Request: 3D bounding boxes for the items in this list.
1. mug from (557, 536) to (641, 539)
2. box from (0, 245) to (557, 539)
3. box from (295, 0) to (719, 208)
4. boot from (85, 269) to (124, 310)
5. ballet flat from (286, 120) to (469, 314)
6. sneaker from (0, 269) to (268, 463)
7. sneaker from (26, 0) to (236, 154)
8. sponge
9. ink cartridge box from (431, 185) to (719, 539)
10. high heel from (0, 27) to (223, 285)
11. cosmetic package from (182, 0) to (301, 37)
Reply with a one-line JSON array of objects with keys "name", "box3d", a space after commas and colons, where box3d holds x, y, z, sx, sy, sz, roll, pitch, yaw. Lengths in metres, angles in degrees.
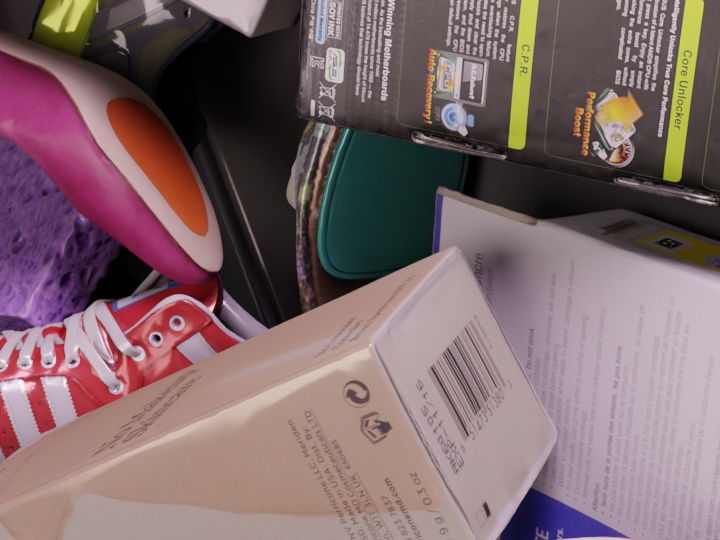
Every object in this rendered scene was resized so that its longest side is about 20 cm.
[{"name": "mug", "box3d": [0.080, 0.191, 0.611, 0.132, 0.178, 0.202, -3, 122, 13]}, {"name": "box", "box3d": [-0.043, 0.075, 0.654, 0.199, 0.095, 0.078, -25, 100, 27]}, {"name": "box", "box3d": [0.077, -0.128, 0.582, 0.191, 0.047, 0.202, 12, 110, 22]}, {"name": "boot", "box3d": [-0.141, 0.112, 0.897, 0.156, 0.072, 0.202, 92, 177, -56]}, {"name": "ballet flat", "box3d": [0.000, 0.000, 0.736, 0.071, 0.068, 0.202, -146, 54, -60]}, {"name": "sneaker", "box3d": [-0.123, 0.036, 0.760, 0.071, 0.198, 0.113, -113, 42, -71]}, {"name": "sneaker", "box3d": [-0.073, -0.138, 0.781, 0.080, 0.074, 0.202, 26, 118, 16]}, {"name": "sponge", "box3d": [-0.172, -0.016, 0.887, 0.199, 0.112, 0.030, -2, 142, 48]}, {"name": "ink cartridge box", "box3d": [0.103, 0.086, 0.654, 0.199, 0.047, 0.200, 25, 120, 43]}, {"name": "high heel", "box3d": [-0.139, -0.052, 0.763, 0.096, 0.067, 0.200, -44, 73, 20]}, {"name": "cosmetic package", "box3d": [-0.091, -0.176, 0.692, 0.199, 0.090, 0.108, 28, 105, 8]}]
